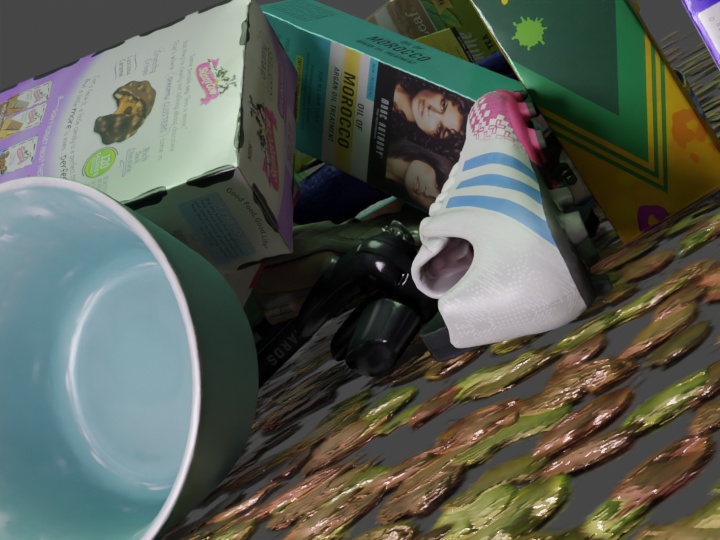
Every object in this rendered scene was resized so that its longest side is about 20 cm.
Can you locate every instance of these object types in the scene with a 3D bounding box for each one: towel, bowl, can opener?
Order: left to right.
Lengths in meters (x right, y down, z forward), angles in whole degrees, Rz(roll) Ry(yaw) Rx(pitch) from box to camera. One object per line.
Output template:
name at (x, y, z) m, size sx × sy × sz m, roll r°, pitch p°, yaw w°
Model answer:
bowl at (-0.131, 0.055, 0.785) m, size 0.200 × 0.201 × 0.105 m, roll -28°, pitch -14°, yaw 28°
can opener at (-0.004, 0.020, 0.902) m, size 0.079 × 0.063 × 0.200 m, roll -49°, pitch 7°, yaw -16°
towel at (0.050, -0.090, 1.062) m, size 0.148 × 0.050 × 0.200 m, roll -32°, pitch 1°, yaw -40°

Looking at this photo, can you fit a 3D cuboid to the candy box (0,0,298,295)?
candy box at (-0.139, -0.058, 0.901) m, size 0.199 × 0.072 × 0.168 m, roll -18°, pitch 41°, yaw 16°

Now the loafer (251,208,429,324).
loafer at (0.000, 0.000, 0.995) m, size 0.200 × 0.063 × 0.072 m, roll -4°, pitch 16°, yaw 46°

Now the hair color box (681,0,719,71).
hair color box at (0.236, -0.140, 0.874) m, size 0.065 × 0.110 × 0.200 m, roll -28°, pitch 6°, yaw 20°

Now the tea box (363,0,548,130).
tea box at (0.133, -0.179, 1.335) m, size 0.196 × 0.200 × 0.134 m, roll -33°, pitch 6°, yaw -14°

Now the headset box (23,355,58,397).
headset box at (-0.237, 0.113, 0.921) m, size 0.200 × 0.093 × 0.174 m, roll -41°, pitch 23°, yaw -25°

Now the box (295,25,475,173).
box at (0.014, -0.127, 1.129) m, size 0.075 × 0.050 × 0.200 m, roll -30°, pitch 1°, yaw 33°

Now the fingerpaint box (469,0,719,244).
fingerpaint box at (0.138, -0.118, 0.886) m, size 0.073 × 0.167 × 0.200 m, roll -32°, pitch 4°, yaw 14°

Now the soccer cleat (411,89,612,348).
soccer cleat at (0.060, -0.031, 0.762) m, size 0.086 × 0.070 × 0.200 m, roll -23°, pitch 26°, yaw 8°

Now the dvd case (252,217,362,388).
dvd case at (-0.061, 0.012, 1.157) m, size 0.150 × 0.025 × 0.200 m, roll -45°, pitch 20°, yaw -5°

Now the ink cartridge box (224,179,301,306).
ink cartridge box at (-0.160, -0.030, 1.024) m, size 0.200 × 0.083 × 0.147 m, roll 15°, pitch 73°, yaw 40°

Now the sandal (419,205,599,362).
sandal at (0.081, -0.011, 0.841) m, size 0.075 × 0.048 × 0.200 m, roll -28°, pitch 6°, yaw 25°

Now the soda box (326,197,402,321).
soda box at (0.010, -0.016, 1.227) m, size 0.200 × 0.064 × 0.068 m, roll -28°, pitch 6°, yaw 38°

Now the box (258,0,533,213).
box at (0.012, -0.100, 0.947) m, size 0.049 × 0.083 × 0.200 m, roll -20°, pitch 36°, yaw -41°

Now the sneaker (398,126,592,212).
sneaker at (0.113, -0.050, 1.042) m, size 0.200 × 0.079 × 0.090 m, roll -27°, pitch -13°, yaw -12°

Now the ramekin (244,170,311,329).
ramekin at (-0.122, -0.023, 1.161) m, size 0.200 × 0.098 × 0.200 m, roll -37°, pitch 21°, yaw 17°
